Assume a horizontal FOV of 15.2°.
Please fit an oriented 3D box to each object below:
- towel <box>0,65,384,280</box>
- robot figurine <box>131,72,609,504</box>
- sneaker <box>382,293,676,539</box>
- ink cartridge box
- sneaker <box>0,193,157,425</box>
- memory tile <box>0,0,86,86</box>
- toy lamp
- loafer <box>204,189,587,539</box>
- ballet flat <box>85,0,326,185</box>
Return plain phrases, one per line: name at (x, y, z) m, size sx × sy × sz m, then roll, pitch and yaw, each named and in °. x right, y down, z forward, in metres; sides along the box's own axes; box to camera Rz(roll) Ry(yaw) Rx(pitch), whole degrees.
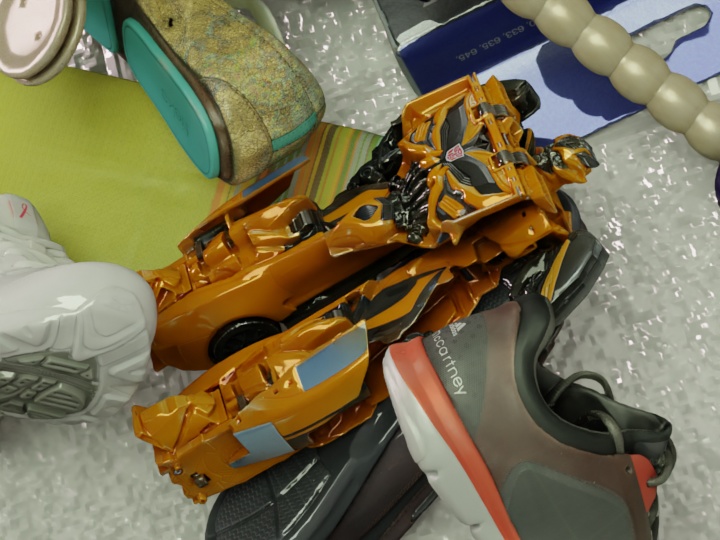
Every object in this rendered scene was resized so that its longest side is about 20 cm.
towel at (-0.082, -0.035, 1.132) m, size 0.199 × 0.018 × 0.086 m, roll 14°, pitch 76°, yaw 16°
robot figurine at (0.000, 0.000, 1.038) m, size 0.200 × 0.058 × 0.145 m, roll -32°, pitch 45°, yaw 12°
sneaker at (0.088, 0.094, 0.980) m, size 0.082 × 0.077 × 0.200 m, roll -32°, pitch 114°, yaw 6°
ink cartridge box at (0.088, -0.164, 1.109) m, size 0.197 × 0.047 × 0.201 m, roll -25°, pitch 70°, yaw 6°
sneaker at (-0.142, 0.010, 1.060) m, size 0.200 × 0.078 × 0.100 m, roll -17°, pitch 56°, yaw 52°
memory tile at (-0.141, -0.176, 1.120) m, size 0.200 × 0.017 × 0.154 m, roll 44°, pitch 108°, yaw 44°
toy lamp at (0.083, -0.095, 1.055) m, size 0.200 × 0.058 × 0.058 m, roll 38°, pitch 87°, yaw 2°
loafer at (0.022, 0.053, 1.070) m, size 0.200 × 0.063 × 0.072 m, roll -48°, pitch 41°, yaw -6°
ballet flat at (-0.081, -0.112, 1.121) m, size 0.071 × 0.071 × 0.200 m, roll -41°, pitch 56°, yaw 1°
